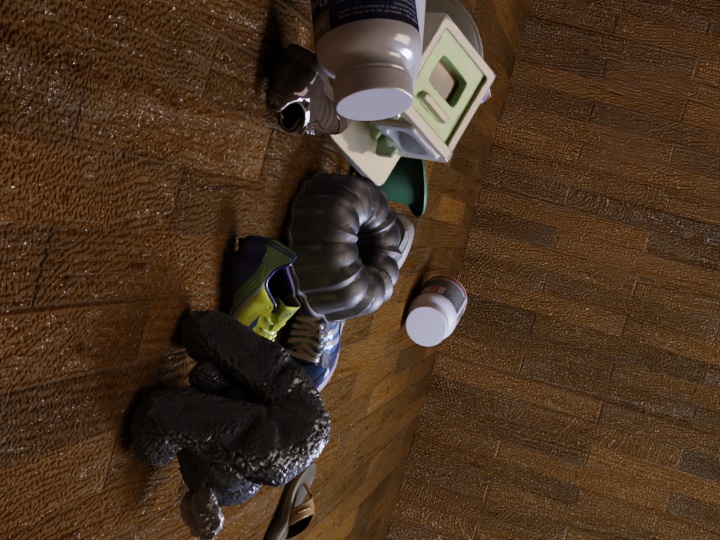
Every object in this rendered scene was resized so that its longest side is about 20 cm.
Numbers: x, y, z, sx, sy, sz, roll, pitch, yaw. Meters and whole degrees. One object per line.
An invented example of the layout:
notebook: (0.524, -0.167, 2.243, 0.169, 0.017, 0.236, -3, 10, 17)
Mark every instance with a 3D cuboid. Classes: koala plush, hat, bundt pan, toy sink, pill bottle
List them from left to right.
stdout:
koala plush: (-0.134, 0.180, 1.284, 0.200, 0.183, 0.178, 112, 3, -49)
bundt pan: (-0.010, -0.032, 1.604, 0.202, 0.075, 0.203, 10, 78, -59)
hat: (-0.002, -0.145, 1.862, 0.200, 0.175, 0.167, -141, -139, -77)
pill bottle: (0.004, -0.263, 1.292, 0.111, 0.110, 0.201, 69, 14, -73)
toy sink: (0.067, -0.219, 1.629, 0.130, 0.112, 0.201, 44, 71, -38)
pill bottle: (0.171, 0.093, 2.841, 0.200, 0.115, 0.117, -48, 152, -67)

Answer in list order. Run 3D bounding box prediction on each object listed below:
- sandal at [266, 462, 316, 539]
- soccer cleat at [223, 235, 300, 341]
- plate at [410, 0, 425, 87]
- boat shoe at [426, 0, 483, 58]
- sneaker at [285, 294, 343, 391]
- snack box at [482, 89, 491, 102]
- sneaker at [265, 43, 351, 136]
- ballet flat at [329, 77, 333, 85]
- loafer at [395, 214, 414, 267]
sandal: (-0.106, 0.401, 2.008, 0.081, 0.054, 0.201, 93, 16, -50)
soccer cleat: (-0.110, 0.050, 1.396, 0.065, 0.083, 0.201, -62, 164, -50)
plate: (0.046, -0.335, 1.527, 0.201, 0.032, 0.200, -107, -165, -48)
boat shoe: (0.105, -0.360, 1.728, 0.072, 0.200, 0.063, -35, -163, 12)
sneaker: (-0.072, 0.065, 1.677, 0.201, 0.080, 0.146, -67, 158, -10)
snack box: (0.122, -0.333, 1.808, 0.024, 0.200, 0.072, -36, 168, 3)
sneaker: (-0.066, -0.184, 1.390, 0.076, 0.070, 0.200, -56, 162, -6)
ballet flat: (-0.004, -0.269, 1.538, 0.071, 0.065, 0.201, 89, 19, -52)
loafer: (0.000, 0.000, 1.797, 0.200, 0.070, 0.070, -51, 154, 13)
